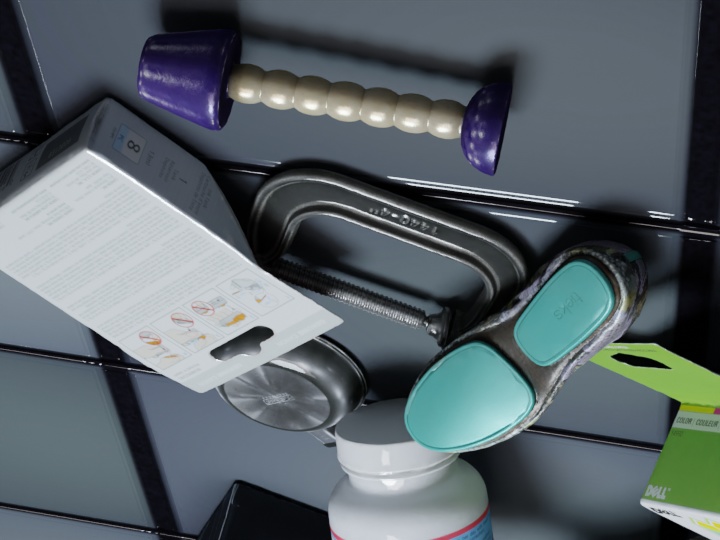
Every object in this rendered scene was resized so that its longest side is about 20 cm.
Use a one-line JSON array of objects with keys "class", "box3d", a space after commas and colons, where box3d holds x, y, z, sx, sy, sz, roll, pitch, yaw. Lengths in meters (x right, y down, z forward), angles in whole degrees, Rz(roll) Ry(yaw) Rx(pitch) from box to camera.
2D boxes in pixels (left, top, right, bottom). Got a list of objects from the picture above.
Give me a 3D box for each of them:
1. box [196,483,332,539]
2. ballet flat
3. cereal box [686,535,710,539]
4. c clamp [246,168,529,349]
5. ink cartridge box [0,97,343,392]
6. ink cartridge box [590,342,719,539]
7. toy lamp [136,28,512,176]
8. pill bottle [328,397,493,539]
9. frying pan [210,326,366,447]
[{"class": "box", "box3d": [-0.094, 0.281, 1.630, 0.107, 0.149, 0.200, 21, 146, -8]}, {"class": "ballet flat", "box3d": [0.106, 0.046, 1.267, 0.072, 0.072, 0.200, 29, 133, -19]}, {"class": "cereal box", "box3d": [0.204, 0.233, 1.448, 0.200, 0.144, 0.040, -27, 96, 46]}, {"class": "c clamp", "box3d": [0.000, 0.000, 1.298, 0.200, 0.027, 0.171, 17, 141, 0]}, {"class": "ink cartridge box", "box3d": [-0.127, -0.010, 1.308, 0.200, 0.047, 0.160, 34, 142, -25]}, {"class": "ink cartridge box", "box3d": [0.215, 0.115, 1.282, 0.200, 0.076, 0.148, 26, 171, -17]}, {"class": "toy lamp", "box3d": [-0.021, -0.092, 1.138, 0.200, 0.058, 0.058, 12, 147, 6]}, {"class": "pill bottle", "box3d": [0.037, 0.193, 1.420, 0.109, 0.109, 0.200, 0, 109, 23]}, {"class": "frying pan", "box3d": [-0.045, 0.098, 1.456, 0.115, 0.031, 0.190, 4, 142, 18]}]
